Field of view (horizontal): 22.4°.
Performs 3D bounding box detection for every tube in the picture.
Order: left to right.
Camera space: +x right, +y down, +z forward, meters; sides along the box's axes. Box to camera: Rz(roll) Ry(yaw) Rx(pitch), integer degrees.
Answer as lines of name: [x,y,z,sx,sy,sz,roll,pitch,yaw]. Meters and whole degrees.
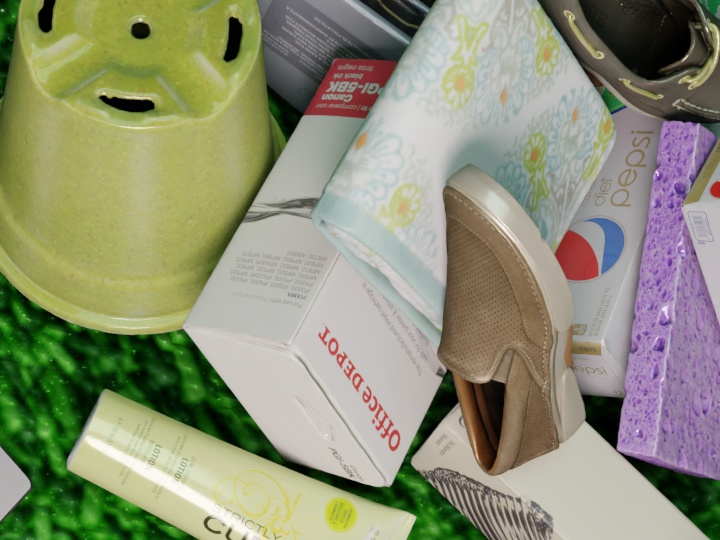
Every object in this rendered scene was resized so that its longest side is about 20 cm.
tube: [-0.069,0.133,1.042,0.199,0.058,0.052,28,29,-7]

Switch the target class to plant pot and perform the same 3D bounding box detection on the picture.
plant pot: [-0.127,-0.093,1.036,0.198,0.185,0.202,3,63,-7]

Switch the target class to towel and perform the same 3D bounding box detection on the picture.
towel: [0.063,-0.056,1.000,0.048,0.200,0.172,20,76,34]

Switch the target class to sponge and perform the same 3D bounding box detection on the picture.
sponge: [0.201,0.020,1.095,0.030,0.111,0.202,4,79,35]

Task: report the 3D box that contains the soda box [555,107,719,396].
soda box: [0.165,-0.022,1.139,0.068,0.064,0.201,2,57,37]

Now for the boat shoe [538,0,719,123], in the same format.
boat shoe: [0.172,-0.132,1.059,0.201,0.060,0.073,23,92,-35]

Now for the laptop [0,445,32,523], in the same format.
laptop: [-0.267,0.112,0.919,0.187,0.115,0.201,-48,115,-26]

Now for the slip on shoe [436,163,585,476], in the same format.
slip on shoe: [0.070,0.033,0.960,0.060,0.201,0.076,-35,50,-16]

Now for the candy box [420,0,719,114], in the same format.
candy box: [0.160,-0.186,1.177,0.199,0.078,0.169,-27,40,-22]

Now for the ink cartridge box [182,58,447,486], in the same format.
ink cartridge box: [0.000,0.000,1.054,0.082,0.147,0.201,9,57,34]

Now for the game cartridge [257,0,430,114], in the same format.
game cartridge: [0.002,-0.128,1.120,0.199,0.133,0.041,36,57,-3]

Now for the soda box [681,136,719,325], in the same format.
soda box: [0.256,0.016,1.093,0.063,0.201,0.068,4,44,35]

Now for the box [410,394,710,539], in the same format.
box: [0.129,0.148,1.068,0.200,0.082,0.068,43,64,8]
